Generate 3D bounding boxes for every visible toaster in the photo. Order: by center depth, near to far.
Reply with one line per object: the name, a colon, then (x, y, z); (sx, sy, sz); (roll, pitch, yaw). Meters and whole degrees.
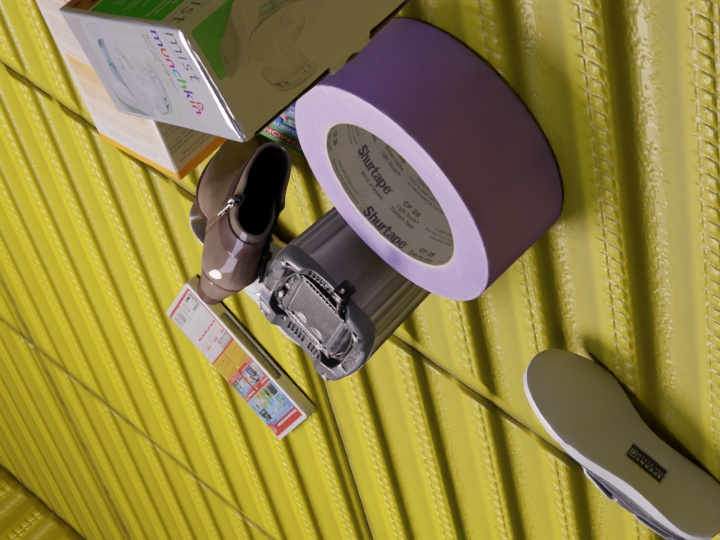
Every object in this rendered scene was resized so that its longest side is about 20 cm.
toaster: (0.000, 0.000, 1.625); (0.114, 0.129, 0.200); (45, 160, 6)

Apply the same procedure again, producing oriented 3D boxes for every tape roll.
tape roll: (0.049, -0.081, 1.454); (0.200, 0.085, 0.201); (40, 157, 21)

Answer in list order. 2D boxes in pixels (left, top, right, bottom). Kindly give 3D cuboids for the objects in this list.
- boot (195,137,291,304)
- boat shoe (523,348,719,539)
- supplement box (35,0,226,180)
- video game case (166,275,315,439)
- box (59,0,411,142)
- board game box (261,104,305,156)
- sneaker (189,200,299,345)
boot: (-0.094, -0.067, 1.678); (0.070, 0.202, 0.146); (15, 148, -14)
boat shoe: (0.205, 0.145, 1.571); (0.200, 0.072, 0.068); (39, 157, 3)
supplement box: (-0.208, -0.193, 1.771); (0.126, 0.073, 0.201); (29, 152, 39)
video game case: (-0.138, 0.101, 2.228); (0.200, 0.017, 0.143); (48, 159, 1)
box: (-0.073, -0.190, 1.340); (0.176, 0.200, 0.097); (17, 144, 54)
board game box: (-0.113, -0.172, 1.601); (0.199, 0.029, 0.135); (27, 158, 2)
sneaker: (-0.082, 0.004, 1.899); (0.200, 0.070, 0.080); (46, 174, 13)
